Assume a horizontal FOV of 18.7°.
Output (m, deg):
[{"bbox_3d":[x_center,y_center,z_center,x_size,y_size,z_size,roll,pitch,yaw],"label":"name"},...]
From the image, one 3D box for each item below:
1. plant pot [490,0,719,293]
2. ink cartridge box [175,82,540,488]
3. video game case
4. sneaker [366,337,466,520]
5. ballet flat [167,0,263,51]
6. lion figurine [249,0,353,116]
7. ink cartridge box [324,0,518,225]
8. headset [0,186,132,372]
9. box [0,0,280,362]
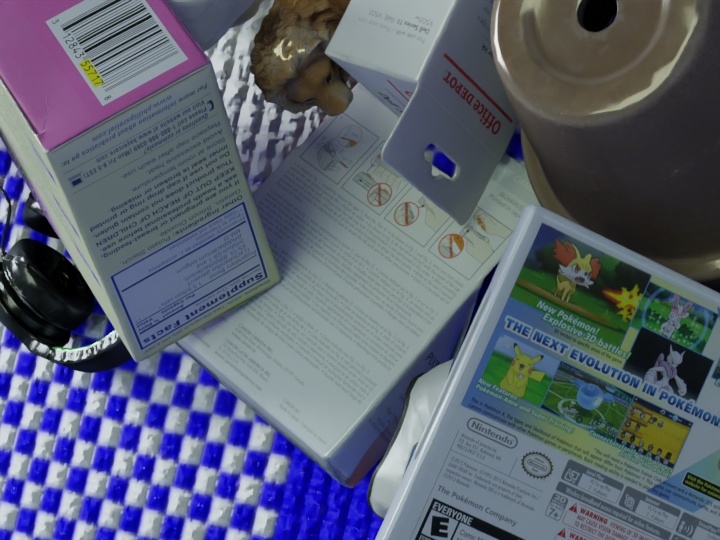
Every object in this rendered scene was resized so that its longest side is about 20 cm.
[{"bbox_3d":[0.148,-0.098,1.090,0.199,0.174,0.201,-8,73,27],"label":"plant pot"},{"bbox_3d":[0.000,0.000,1.243,0.200,0.050,0.162,-47,56,-10],"label":"ink cartridge box"},{"bbox_3d":[0.132,0.092,1.061,0.199,0.022,0.183,25,88,-9],"label":"video game case"},{"bbox_3d":[0.070,0.132,1.138,0.115,0.080,0.201,-24,79,50],"label":"sneaker"},{"bbox_3d":[-0.051,-0.190,1.228,0.069,0.070,0.200,20,51,33],"label":"ballet flat"},{"bbox_3d":[0.008,-0.179,1.220,0.072,0.122,0.201,26,100,26],"label":"lion figurine"},{"bbox_3d":[0.054,-0.139,1.185,0.067,0.117,0.201,22,82,32],"label":"ink cartridge box"},{"bbox_3d":[-0.193,-0.017,1.320,0.199,0.094,0.124,23,88,40],"label":"headset"},{"bbox_3d":[-0.140,-0.084,1.187,0.096,0.200,0.176,-29,56,-11],"label":"box"}]
